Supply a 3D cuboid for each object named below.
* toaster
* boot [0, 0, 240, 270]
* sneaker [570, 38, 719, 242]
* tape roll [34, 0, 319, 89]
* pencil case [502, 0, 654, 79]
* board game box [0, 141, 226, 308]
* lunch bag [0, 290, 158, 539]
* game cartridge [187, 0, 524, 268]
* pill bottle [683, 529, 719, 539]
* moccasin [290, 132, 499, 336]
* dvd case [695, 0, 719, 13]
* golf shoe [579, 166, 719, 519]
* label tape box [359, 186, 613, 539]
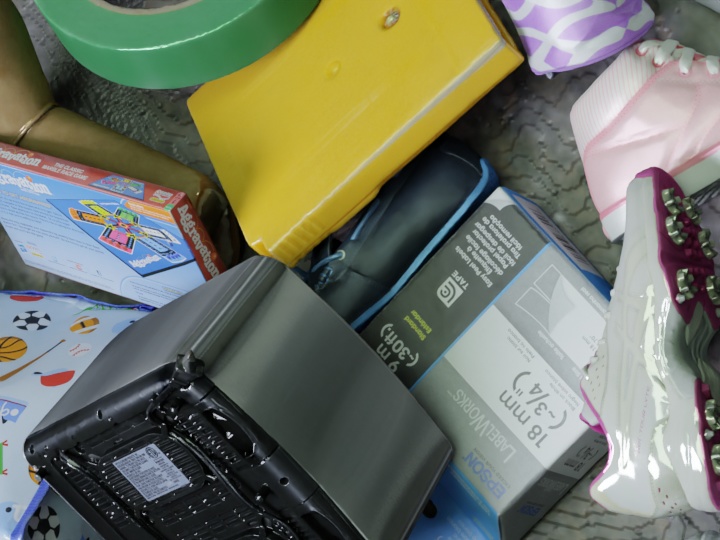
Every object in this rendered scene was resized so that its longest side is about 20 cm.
[{"bbox_3d":[-0.067,0.104,1.438,0.181,0.119,0.200,46,139,-14],"label":"toaster"},{"bbox_3d":[-0.170,-0.084,1.578,0.200,0.175,0.066,28,60,28],"label":"boot"},{"bbox_3d":[0.208,-0.104,1.440,0.200,0.075,0.105,-28,76,23],"label":"sneaker"},{"bbox_3d":[-0.113,-0.211,1.585,0.200,0.048,0.201,-9,60,15],"label":"tape roll"},{"bbox_3d":[0.105,-0.210,1.445,0.084,0.085,0.201,-2,116,55],"label":"pencil case"},{"bbox_3d":[-0.161,-0.025,1.562,0.200,0.103,0.019,16,55,41],"label":"board game box"},{"bbox_3d":[-0.213,0.104,1.574,0.169,0.124,0.201,5,57,27],"label":"lunch bag"},{"bbox_3d":[-0.008,-0.114,1.529,0.200,0.032,0.177,-42,40,15],"label":"game cartridge"},{"bbox_3d":[0.268,0.153,1.352,0.199,0.111,0.112,-24,73,20],"label":"pill bottle"},{"bbox_3d":[0.000,0.000,1.527,0.068,0.080,0.200,42,86,15],"label":"moccasin"},{"bbox_3d":[0.180,-0.226,1.448,0.200,0.143,0.018,32,55,27],"label":"dvd case"},{"bbox_3d":[0.155,0.041,1.379,0.091,0.075,0.201,-18,64,29],"label":"golf shoe"},{"bbox_3d":[0.071,0.074,1.482,0.200,0.063,0.144,-47,67,11],"label":"label tape box"}]
